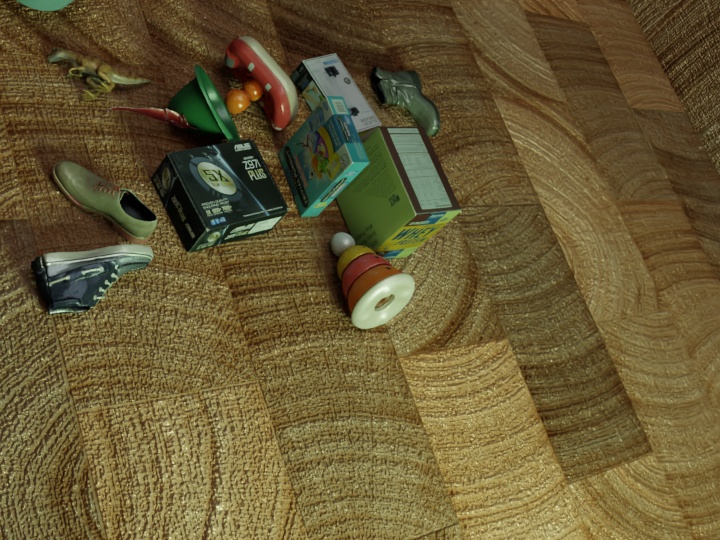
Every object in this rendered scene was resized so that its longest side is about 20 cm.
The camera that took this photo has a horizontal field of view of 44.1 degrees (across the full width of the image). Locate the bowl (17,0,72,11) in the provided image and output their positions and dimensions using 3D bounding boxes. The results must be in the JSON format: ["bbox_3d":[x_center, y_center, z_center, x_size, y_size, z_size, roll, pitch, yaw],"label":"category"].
[{"bbox_3d":[-0.591,-0.562,1.644,0.199,0.105,0.203,19,53,-27],"label":"bowl"}]

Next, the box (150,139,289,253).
[{"bbox_3d":[-0.258,-0.141,1.649,0.199,0.086,0.165,-17,74,-43],"label":"box"}]

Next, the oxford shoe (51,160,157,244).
[{"bbox_3d":[-0.429,-0.131,1.515,0.199,0.075,0.071,35,47,-15],"label":"oxford shoe"}]

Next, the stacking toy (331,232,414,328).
[{"bbox_3d":[0.000,0.000,1.753,0.145,0.147,0.201,-11,54,-41],"label":"stacking toy"}]

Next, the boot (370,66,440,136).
[{"bbox_3d":[0.100,-0.399,2.120,0.129,0.068,0.202,-6,59,-35],"label":"boot"}]

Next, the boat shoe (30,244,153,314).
[{"bbox_3d":[-0.423,0.017,1.436,0.198,0.075,0.094,-9,75,-33],"label":"boat shoe"}]

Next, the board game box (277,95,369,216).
[{"bbox_3d":[-0.077,-0.223,1.761,0.047,0.200,0.153,-6,66,-40],"label":"board game box"}]

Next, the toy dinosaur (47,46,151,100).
[{"bbox_3d":[-0.473,-0.363,1.641,0.198,0.060,0.107,18,52,-29],"label":"toy dinosaur"}]

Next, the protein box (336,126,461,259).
[{"bbox_3d":[0.068,-0.156,1.833,0.134,0.198,0.202,-8,68,-40],"label":"protein box"}]

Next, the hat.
[{"bbox_3d":[-0.352,-0.287,1.713,0.201,0.174,0.166,61,5,-29],"label":"hat"}]

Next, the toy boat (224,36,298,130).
[{"bbox_3d":[-0.221,-0.366,1.817,0.131,0.130,0.200,-42,91,-16],"label":"toy boat"}]

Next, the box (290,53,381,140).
[{"bbox_3d":[-0.054,-0.377,1.978,0.116,0.060,0.201,-23,79,-44],"label":"box"}]
